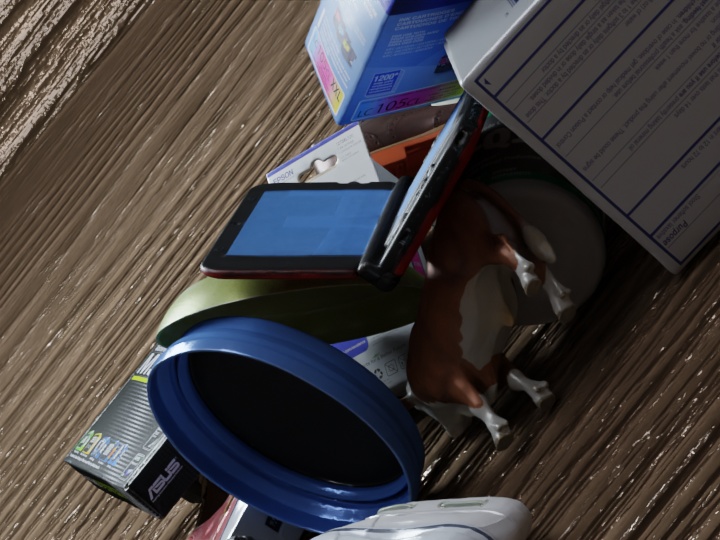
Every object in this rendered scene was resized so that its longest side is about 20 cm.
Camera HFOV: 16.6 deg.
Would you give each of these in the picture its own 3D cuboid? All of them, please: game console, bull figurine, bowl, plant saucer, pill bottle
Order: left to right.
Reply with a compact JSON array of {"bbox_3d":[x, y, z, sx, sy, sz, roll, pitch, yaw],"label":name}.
[{"bbox_3d":[-0.048,0.105,1.661,0.200,0.200,0.039,-26,29,53],"label":"bowl"},{"bbox_3d":[-0.044,0.021,1.694,0.200,0.199,0.031,-25,69,54],"label":"plant saucer"},{"bbox_3d":[-0.002,-0.069,1.626,0.173,0.118,0.200,-60,2,20],"label":"game console"},{"bbox_3d":[0.076,0.042,1.615,0.065,0.201,0.121,-20,39,-35],"label":"bull figurine"},{"bbox_3d":[0.117,-0.059,1.729,0.113,0.113,0.200,-42,20,25],"label":"pill bottle"}]

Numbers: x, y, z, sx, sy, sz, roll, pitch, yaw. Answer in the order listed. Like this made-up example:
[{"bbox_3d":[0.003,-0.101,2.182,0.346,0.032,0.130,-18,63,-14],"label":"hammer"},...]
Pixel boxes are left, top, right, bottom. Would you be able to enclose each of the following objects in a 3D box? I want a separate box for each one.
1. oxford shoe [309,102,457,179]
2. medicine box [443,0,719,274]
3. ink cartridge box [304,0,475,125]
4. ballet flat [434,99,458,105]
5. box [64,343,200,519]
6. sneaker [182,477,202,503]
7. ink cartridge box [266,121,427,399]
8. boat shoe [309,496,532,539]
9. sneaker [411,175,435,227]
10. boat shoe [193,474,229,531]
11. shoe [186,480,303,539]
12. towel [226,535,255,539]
[{"bbox_3d":[0.055,-0.111,1.929,0.199,0.073,0.071,-21,-37,-21],"label":"oxford shoe"},{"bbox_3d":[0.187,-0.136,1.567,0.182,0.200,0.103,-47,18,12],"label":"medicine box"},{"bbox_3d":[0.053,-0.190,1.653,0.136,0.077,0.200,-16,-24,-22],"label":"ink cartridge box"},{"bbox_3d":[0.063,-0.130,2.081,0.074,0.074,0.200,-53,18,-8],"label":"ballet flat"},{"bbox_3d":[-0.133,0.095,1.906,0.193,0.047,0.200,-53,18,-10],"label":"box"},{"bbox_3d":[-0.098,0.115,2.009,0.200,0.076,0.091,-58,7,-35],"label":"sneaker"},{"bbox_3d":[0.000,0.000,1.809,0.094,0.037,0.201,-29,71,30],"label":"ink cartridge box"},{"bbox_3d":[0.037,0.181,1.546,0.200,0.074,0.067,-9,29,52],"label":"boat shoe"},{"bbox_3d":[0.119,-0.098,1.863,0.200,0.079,0.074,-43,17,18],"label":"sneaker"},{"bbox_3d":[-0.093,0.149,1.897,0.076,0.074,0.200,-27,29,53],"label":"boat shoe"},{"bbox_3d":[-0.069,0.166,1.808,0.091,0.071,0.201,-26,30,55],"label":"shoe"},{"bbox_3d":[-0.099,0.280,1.631,0.166,0.085,0.200,-50,18,6],"label":"towel"}]
